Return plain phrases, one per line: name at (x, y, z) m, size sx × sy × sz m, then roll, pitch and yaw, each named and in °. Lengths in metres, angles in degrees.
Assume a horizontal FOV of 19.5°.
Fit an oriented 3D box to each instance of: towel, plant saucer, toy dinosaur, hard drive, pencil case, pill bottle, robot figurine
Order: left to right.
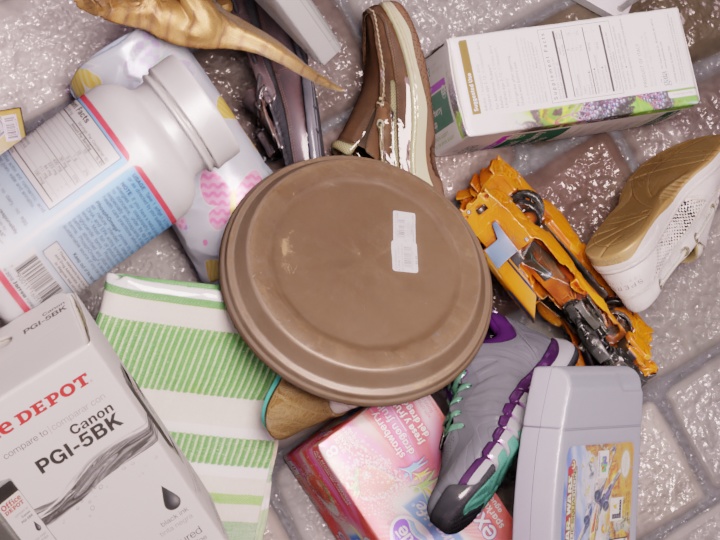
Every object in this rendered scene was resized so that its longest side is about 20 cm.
pill bottle at (-0.185, -0.056, 1.432) m, size 0.200 × 0.109 × 0.109 m, roll -36°, pitch 92°, yaw -6°
towel at (-0.126, 0.105, 1.481) m, size 0.151 × 0.023 × 0.201 m, roll 7°, pitch 105°, yaw -17°
pencil case at (-0.126, -0.085, 1.528) m, size 0.090 × 0.083 × 0.201 m, roll -35°, pitch 91°, yaw -2°
toy dinosaur at (-0.110, -0.178, 1.495) m, size 0.199 × 0.061 × 0.107 m, roll 14°, pitch 53°, yaw -13°
hard drive at (-0.089, -0.232, 1.459) m, size 0.026 × 0.200 × 0.132 m, roll -42°, pitch 63°, yaw -1°
plant saucer at (0.000, 0.000, 1.467) m, size 0.199 × 0.030 × 0.201 m, roll 7°, pitch 58°, yaw -11°
robot figurine at (0.150, 0.010, 1.580) m, size 0.058 × 0.145 × 0.200 m, roll -38°, pitch 98°, yaw 20°

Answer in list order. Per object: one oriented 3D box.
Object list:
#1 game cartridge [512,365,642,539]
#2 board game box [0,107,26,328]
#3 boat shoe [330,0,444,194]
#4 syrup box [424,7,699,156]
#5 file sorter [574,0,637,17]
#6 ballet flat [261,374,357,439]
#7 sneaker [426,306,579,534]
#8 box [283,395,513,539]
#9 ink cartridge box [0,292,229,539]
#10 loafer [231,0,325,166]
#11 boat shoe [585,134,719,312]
game cartridge at (0.151, 0.167, 1.462) m, size 0.133 × 0.041 × 0.202 m, roll 3°, pitch 90°, yaw -61°
board game box at (-0.288, -0.006, 1.489) m, size 0.135 × 0.035 × 0.201 m, roll -10°, pitch 84°, yaw -18°
boat shoe at (0.015, -0.102, 1.579) m, size 0.074 × 0.075 × 0.204 m, roll -8°, pitch 83°, yaw -12°
syrup box at (0.151, -0.145, 1.623) m, size 0.199 × 0.079 × 0.082 m, roll -10°, pitch 84°, yaw -18°
file sorter at (0.166, -0.314, 1.635) m, size 0.199 × 0.124 × 0.139 m, roll 27°, pitch 73°, yaw -10°
ballet flat at (0.010, 0.049, 1.490) m, size 0.072 × 0.068 × 0.200 m, roll 22°, pitch 55°, yaw 26°
sneaker at (0.076, 0.103, 1.472) m, size 0.087 × 0.075 × 0.200 m, roll 31°, pitch 42°, yaw 10°
box at (0.046, 0.187, 1.520) m, size 0.094 × 0.103 × 0.201 m, roll -34°, pitch 92°, yaw -19°
ink cartridge box at (-0.198, 0.139, 1.404) m, size 0.146 × 0.083 × 0.201 m, roll -32°, pitch 119°, yaw -1°
loafer at (-0.066, -0.142, 1.572) m, size 0.063 × 0.072 × 0.201 m, roll -9°, pitch 76°, yaw 0°
boat shoe at (0.239, -0.037, 1.623) m, size 0.200 × 0.071 × 0.070 m, roll -45°, pitch 116°, yaw -42°
